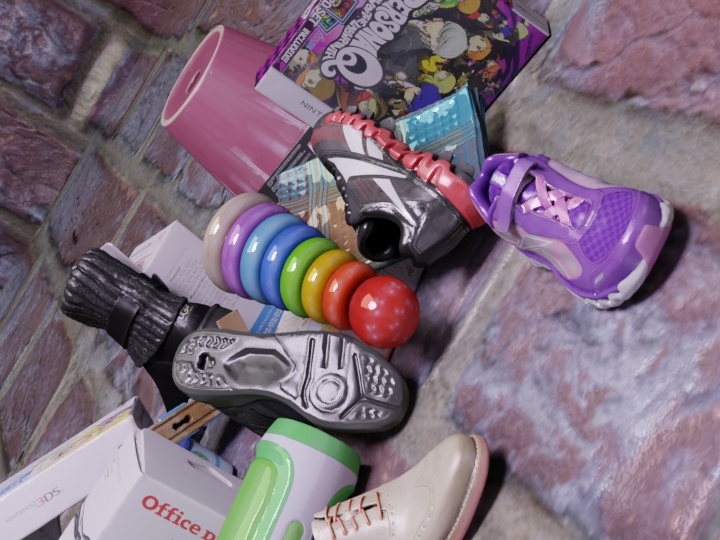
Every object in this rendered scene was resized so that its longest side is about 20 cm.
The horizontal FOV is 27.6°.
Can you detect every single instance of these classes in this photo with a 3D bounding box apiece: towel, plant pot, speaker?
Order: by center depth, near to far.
[{"bbox_3d":[-0.072,0.217,1.097,0.088,0.088,0.202,-13,49,64],"label":"speaker"},{"bbox_3d":[0.018,-0.063,1.217,0.198,0.022,0.148,-23,48,19],"label":"towel"},{"bbox_3d":[-0.112,-0.167,1.612,0.200,0.178,0.201,-47,23,27],"label":"plant pot"}]

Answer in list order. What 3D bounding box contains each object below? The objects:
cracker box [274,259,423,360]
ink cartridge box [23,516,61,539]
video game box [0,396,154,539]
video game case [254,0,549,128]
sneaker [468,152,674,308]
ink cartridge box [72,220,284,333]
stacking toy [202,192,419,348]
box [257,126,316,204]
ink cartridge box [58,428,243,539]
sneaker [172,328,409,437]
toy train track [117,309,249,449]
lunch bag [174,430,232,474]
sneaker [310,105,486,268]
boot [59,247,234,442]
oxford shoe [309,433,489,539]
[{"bbox_3d":[0.000,0.000,1.274,0.134,0.057,0.202,-20,44,59],"label":"cracker box"},{"bbox_3d":[-0.288,0.338,1.383,0.197,0.046,0.203,-27,65,58],"label":"ink cartridge box"},{"bbox_3d":[-0.278,0.192,1.331,0.199,0.047,0.182,-33,2,-5],"label":"video game box"},{"bbox_3d":[0.034,-0.188,1.279,0.200,0.180,0.036,-48,22,27],"label":"video game case"},{"bbox_3d":[0.129,-0.037,0.966,0.081,0.088,0.200,-57,20,-1],"label":"sneaker"},{"bbox_3d":[-0.173,0.023,1.441,0.115,0.199,0.068,-24,31,57],"label":"ink cartridge box"},{"bbox_3d":[-0.031,0.005,1.140,0.199,0.085,0.086,23,81,39],"label":"stacking toy"},{"bbox_3d":[-0.061,-0.078,1.485,0.200,0.035,0.110,-48,-16,28],"label":"box"},{"bbox_3d":[-0.175,0.254,1.204,0.201,0.145,0.084,-56,21,11],"label":"ink cartridge box"},{"bbox_3d":[-0.042,0.096,1.175,0.197,0.114,0.077,3,73,25],"label":"sneaker"},{"bbox_3d":[-0.127,0.112,1.276,0.199,0.116,0.032,-32,7,-30],"label":"toy train track"},{"bbox_3d":[-0.207,0.237,1.409,0.199,0.082,0.162,-18,42,60],"label":"lunch bag"},{"bbox_3d":[0.013,-0.063,1.157,0.098,0.071,0.200,-50,46,-7],"label":"sneaker"},{"bbox_3d":[-0.201,0.071,1.383,0.212,0.156,0.080,104,-171,-51],"label":"boot"},{"bbox_3d":[0.009,0.177,0.969,0.201,0.073,0.071,-52,21,20],"label":"oxford shoe"}]
